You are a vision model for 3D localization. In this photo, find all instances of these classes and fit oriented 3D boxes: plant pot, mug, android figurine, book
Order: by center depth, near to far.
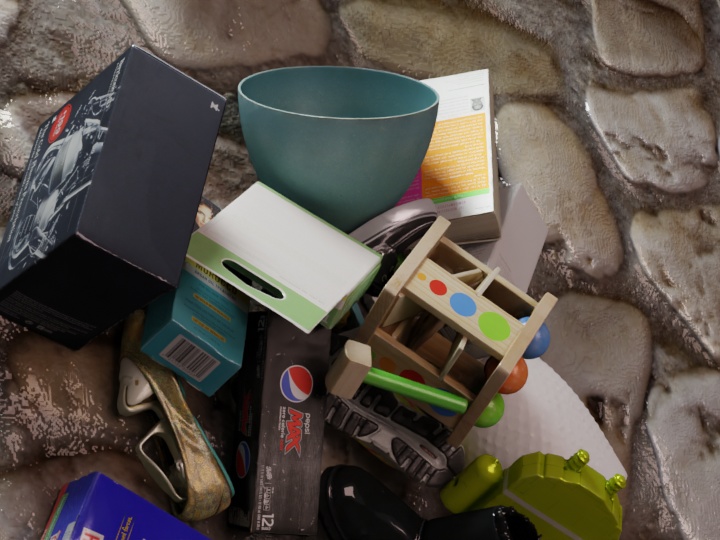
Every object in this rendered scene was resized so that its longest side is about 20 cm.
[{"bbox_3d":[0.168,0.241,1.676,0.181,0.200,0.041,32,36,-15],"label":"android figurine"},{"bbox_3d":[-0.025,-0.113,1.741,0.199,0.199,0.136,-16,118,-43],"label":"plant pot"},{"bbox_3d":[0.175,0.166,1.806,0.176,0.147,0.200,58,28,0],"label":"mug"},{"bbox_3d":[0.076,-0.118,1.829,0.048,0.132,0.201,68,18,-52],"label":"book"}]

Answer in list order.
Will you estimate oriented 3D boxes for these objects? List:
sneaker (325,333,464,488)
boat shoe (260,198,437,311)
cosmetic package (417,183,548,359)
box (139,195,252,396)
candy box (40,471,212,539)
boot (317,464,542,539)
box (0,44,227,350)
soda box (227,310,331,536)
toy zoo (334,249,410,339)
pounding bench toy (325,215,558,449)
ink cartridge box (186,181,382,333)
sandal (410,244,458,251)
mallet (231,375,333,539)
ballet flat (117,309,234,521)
[{"bbox_3d":[0.011,0.141,1.721,0.200,0.090,0.078,44,82,-1],"label":"sneaker"},{"bbox_3d":[0.000,0.000,1.709,0.199,0.070,0.067,-28,77,-20],"label":"boat shoe"},{"bbox_3d":[0.117,0.006,1.823,0.071,0.101,0.201,55,39,-27],"label":"cosmetic package"},{"bbox_3d":[-0.145,0.019,1.608,0.082,0.049,0.201,36,30,-23],"label":"box"},{"bbox_3d":[-0.188,0.294,1.482,0.199,0.077,0.170,37,53,-24],"label":"candy box"},{"bbox_3d":[0.070,0.245,1.629,0.199,0.161,0.074,57,36,-32],"label":"boot"},{"bbox_3d":[-0.224,-0.061,1.534,0.104,0.182,0.202,29,55,-27],"label":"box"},{"bbox_3d":[-0.074,0.140,1.610,0.070,0.063,0.202,7,85,-27],"label":"soda box"},{"bbox_3d":[-0.021,0.007,1.784,0.199,0.020,0.132,-17,83,-43],"label":"toy zoo"},{"bbox_3d":[0.073,0.084,1.624,0.155,0.125,0.200,35,44,5],"label":"pounding bench toy"},{"bbox_3d":[-0.077,-0.001,1.584,0.145,0.048,0.200,31,29,7],"label":"ink cartridge box"},{"bbox_3d":[0.068,-0.085,1.871,0.082,0.050,0.204,-3,50,5],"label":"sandal"},{"bbox_3d":[-0.051,0.175,1.679,0.066,0.041,0.201,-36,100,-38],"label":"mallet"},{"bbox_3d":[-0.180,0.132,1.571,0.070,0.070,0.201,-23,87,-43],"label":"ballet flat"}]
